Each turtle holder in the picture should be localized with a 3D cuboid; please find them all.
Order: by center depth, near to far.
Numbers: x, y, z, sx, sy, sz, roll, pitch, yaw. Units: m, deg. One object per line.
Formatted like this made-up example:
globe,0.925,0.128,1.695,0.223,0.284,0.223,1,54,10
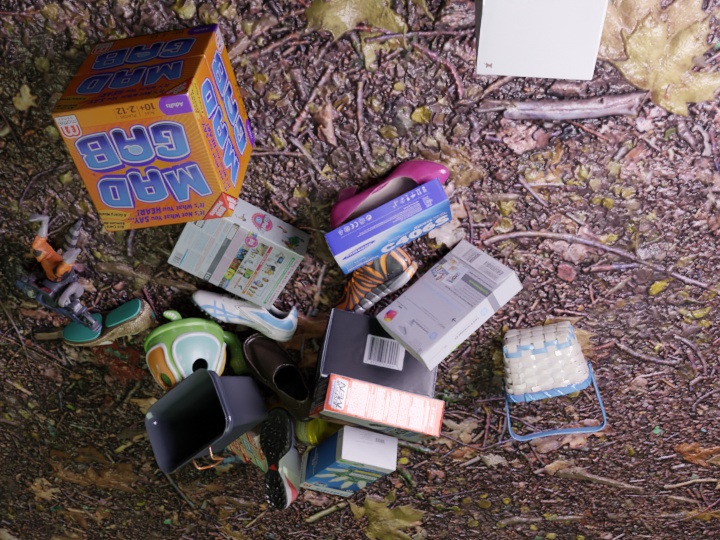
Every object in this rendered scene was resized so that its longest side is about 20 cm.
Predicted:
turtle holder,-0.304,0.163,1.622,0.140,0.133,0.185,-32,148,22

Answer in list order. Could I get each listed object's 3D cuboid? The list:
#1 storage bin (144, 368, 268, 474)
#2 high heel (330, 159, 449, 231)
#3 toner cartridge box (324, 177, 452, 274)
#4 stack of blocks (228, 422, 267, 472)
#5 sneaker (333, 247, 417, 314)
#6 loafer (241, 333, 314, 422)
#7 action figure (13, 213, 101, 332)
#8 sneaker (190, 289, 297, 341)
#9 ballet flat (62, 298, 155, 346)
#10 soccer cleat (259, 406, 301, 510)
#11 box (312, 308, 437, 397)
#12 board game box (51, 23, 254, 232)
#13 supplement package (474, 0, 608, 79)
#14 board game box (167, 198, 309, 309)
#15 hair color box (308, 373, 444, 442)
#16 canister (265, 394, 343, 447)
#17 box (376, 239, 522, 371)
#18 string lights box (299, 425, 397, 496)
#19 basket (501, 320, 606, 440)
storage bin,-0.261,0.270,1.567,0.199,0.147,0.133,-38,157,31
high heel,0.044,-0.112,1.385,0.196,0.097,0.068,-10,129,15
toner cartridge box,0.047,-0.068,1.388,0.197,0.044,0.095,-27,160,2
stack of blocks,-0.223,0.310,1.711,0.199,0.058,0.117,25,138,47
sneaker,0.000,0.000,1.510,0.112,0.078,0.199,46,128,-10
loafer,-0.139,0.176,1.563,0.200,0.073,0.072,42,157,24
action figure,-0.512,0.016,1.557,0.198,0.105,0.195,31,137,13
sneaker,-0.208,0.067,1.594,0.197,0.072,0.074,18,101,-2
ballet flat,-0.467,0.110,1.654,0.197,0.072,0.065,-16,142,23
soccer cleat,-0.140,0.336,1.621,0.067,0.073,0.204,9,110,29
box,0.024,0.168,1.557,0.196,0.126,0.197,12,159,-4
board game box,-0.287,-0.206,1.276,0.196,0.202,0.202,-6,129,11
supplement package,0.220,-0.370,1.080,0.144,0.202,0.194,4,131,3
board game box,-0.207,-0.038,1.499,0.198,0.065,0.148,27,129,-14
hair color box,0.025,0.227,1.442,0.197,0.065,0.111,16,162,-12
canister,-0.084,0.296,1.685,0.147,0.088,0.198,27,163,-34
box,0.140,0.051,1.417,0.199,0.156,0.041,-40,123,-8
string lights box,-0.024,0.334,1.534,0.101,0.060,0.200,16,148,-18
basket,0.337,0.200,1.573,0.173,0.139,0.204,-10,98,15
